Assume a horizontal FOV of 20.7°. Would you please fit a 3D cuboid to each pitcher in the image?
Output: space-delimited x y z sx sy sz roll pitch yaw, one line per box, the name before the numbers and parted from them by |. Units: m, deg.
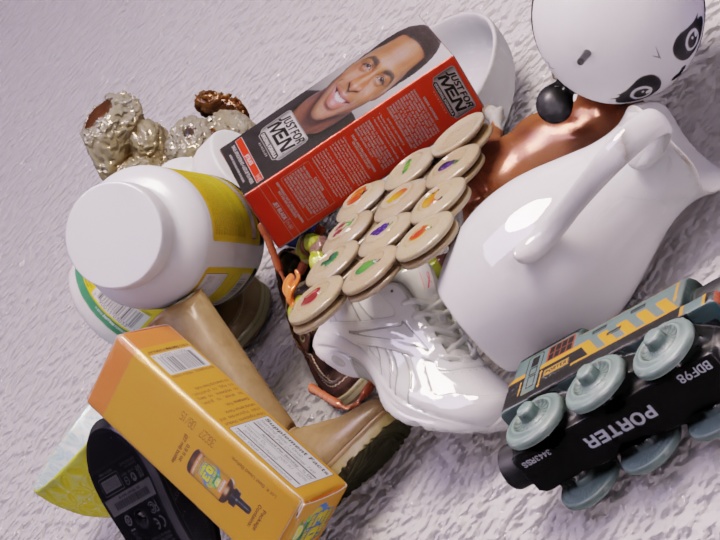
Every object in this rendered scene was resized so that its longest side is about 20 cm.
pitcher | 0.142 -0.029 1.327 0.200 0.122 0.171 -43 -18 10

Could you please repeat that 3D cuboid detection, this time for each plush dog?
plush dog | -0.172 -0.096 1.987 0.171 0.161 0.201 -26 44 10

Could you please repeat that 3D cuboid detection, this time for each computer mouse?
computer mouse | -0.144 0.198 1.508 0.053 0.202 0.138 -26 1 -41

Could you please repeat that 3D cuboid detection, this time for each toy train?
toy train | 0.171 0.070 1.243 0.199 0.085 0.114 -33 21 33

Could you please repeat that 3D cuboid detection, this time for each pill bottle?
pill bottle | -0.160 -0.028 1.738 0.200 0.112 0.113 -45 26 27
pill bottle | -0.157 -0.026 1.565 0.112 0.112 0.200 -46 -12 11

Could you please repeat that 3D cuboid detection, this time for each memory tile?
memory tile | 0.024 -0.038 1.443 0.153 0.017 0.200 -30 19 28

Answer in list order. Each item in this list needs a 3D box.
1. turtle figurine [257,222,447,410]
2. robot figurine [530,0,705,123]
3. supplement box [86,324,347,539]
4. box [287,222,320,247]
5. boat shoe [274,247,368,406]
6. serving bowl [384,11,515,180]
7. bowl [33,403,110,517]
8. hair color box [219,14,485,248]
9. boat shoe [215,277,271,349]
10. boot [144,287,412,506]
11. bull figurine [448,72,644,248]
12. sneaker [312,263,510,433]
turtle figurine | 0.000 0.000 1.546 0.160 0.065 0.201 -29 52 1
robot figurine | 0.184 -0.182 1.395 0.123 0.152 0.200 -2 10 7
supplement box | -0.106 0.126 1.441 0.200 0.069 0.067 41 116 24
box | -0.049 -0.084 1.740 0.200 0.032 0.122 -147 72 -81
boat shoe | -0.034 0.039 1.622 0.072 0.072 0.200 -45 28 15
serving bowl | 0.063 -0.122 1.679 0.200 0.066 0.201 -38 29 25
bowl | -0.173 0.140 1.661 0.200 0.107 0.200 -48 10 12
hair color box | -0.009 -0.113 1.584 0.199 0.061 0.102 -34 31 1
boat shoe | -0.133 0.012 1.831 0.073 0.063 0.200 -45 27 10
boot | -0.076 0.093 1.492 0.175 0.066 0.201 -44 70 16
bull figurine | 0.129 -0.089 1.504 0.198 0.065 0.122 -23 34 16
sneaker | 0.042 0.048 1.408 0.199 0.077 0.100 29 113 41
